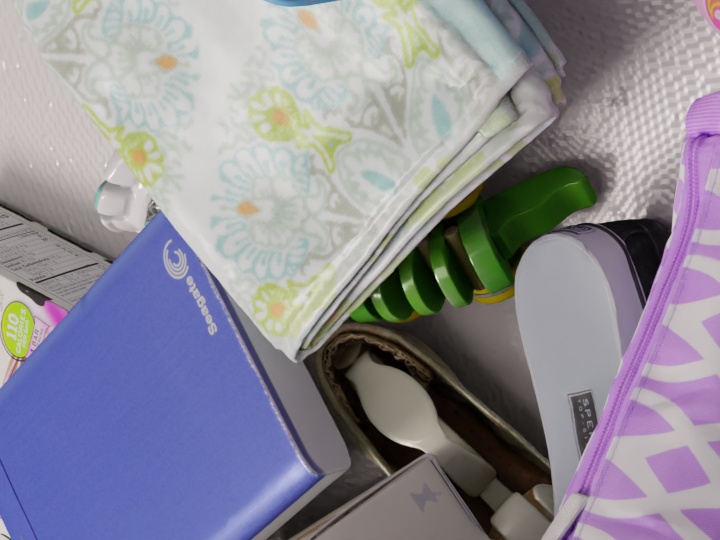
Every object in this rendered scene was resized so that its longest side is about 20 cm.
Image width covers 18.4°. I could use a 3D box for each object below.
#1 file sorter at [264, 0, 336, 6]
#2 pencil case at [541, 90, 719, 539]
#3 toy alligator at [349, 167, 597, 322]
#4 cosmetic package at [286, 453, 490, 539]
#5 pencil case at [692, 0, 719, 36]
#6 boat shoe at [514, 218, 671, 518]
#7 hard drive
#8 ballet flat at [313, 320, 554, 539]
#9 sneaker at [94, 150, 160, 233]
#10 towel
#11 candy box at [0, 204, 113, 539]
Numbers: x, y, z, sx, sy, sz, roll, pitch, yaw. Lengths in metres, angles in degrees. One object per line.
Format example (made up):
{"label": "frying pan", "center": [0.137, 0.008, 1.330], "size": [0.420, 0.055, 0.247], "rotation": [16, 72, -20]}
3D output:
{"label": "file sorter", "center": [0.015, -0.189, 0.687], "size": [0.200, 0.122, 0.139], "rotation": [113, 142, -67]}
{"label": "pencil case", "center": [0.113, 0.047, 0.758], "size": [0.085, 0.200, 0.084], "rotation": [29, 163, -16]}
{"label": "toy alligator", "center": [0.000, 0.000, 0.894], "size": [0.199, 0.054, 0.059], "rotation": [-12, 127, 27]}
{"label": "cosmetic package", "center": [-0.007, 0.158, 0.928], "size": [0.105, 0.071, 0.200], "rotation": [55, 151, 5]}
{"label": "pencil case", "center": [0.159, -0.099, 0.733], "size": [0.200, 0.087, 0.087], "rotation": [55, 131, 14]}
{"label": "boat shoe", "center": [0.110, 0.079, 0.844], "size": [0.074, 0.068, 0.200], "rotation": [-18, 83, 51]}
{"label": "hard drive", "center": [-0.094, 0.075, 0.950], "size": [0.200, 0.025, 0.132], "rotation": [-44, 67, 41]}
{"label": "ballet flat", "center": [0.050, 0.094, 0.897], "size": [0.200, 0.062, 0.067], "rotation": [41, 87, 23]}
{"label": "sneaker", "center": [-0.035, -0.074, 0.929], "size": [0.091, 0.078, 0.200], "rotation": [35, 130, 6]}
{"label": "towel", "center": [-0.034, -0.087, 0.832], "size": [0.200, 0.048, 0.171], "rotation": [52, 125, 11]}
{"label": "candy box", "center": [-0.139, 0.065, 1.056], "size": [0.200, 0.061, 0.137], "rotation": [25, 118, 35]}
